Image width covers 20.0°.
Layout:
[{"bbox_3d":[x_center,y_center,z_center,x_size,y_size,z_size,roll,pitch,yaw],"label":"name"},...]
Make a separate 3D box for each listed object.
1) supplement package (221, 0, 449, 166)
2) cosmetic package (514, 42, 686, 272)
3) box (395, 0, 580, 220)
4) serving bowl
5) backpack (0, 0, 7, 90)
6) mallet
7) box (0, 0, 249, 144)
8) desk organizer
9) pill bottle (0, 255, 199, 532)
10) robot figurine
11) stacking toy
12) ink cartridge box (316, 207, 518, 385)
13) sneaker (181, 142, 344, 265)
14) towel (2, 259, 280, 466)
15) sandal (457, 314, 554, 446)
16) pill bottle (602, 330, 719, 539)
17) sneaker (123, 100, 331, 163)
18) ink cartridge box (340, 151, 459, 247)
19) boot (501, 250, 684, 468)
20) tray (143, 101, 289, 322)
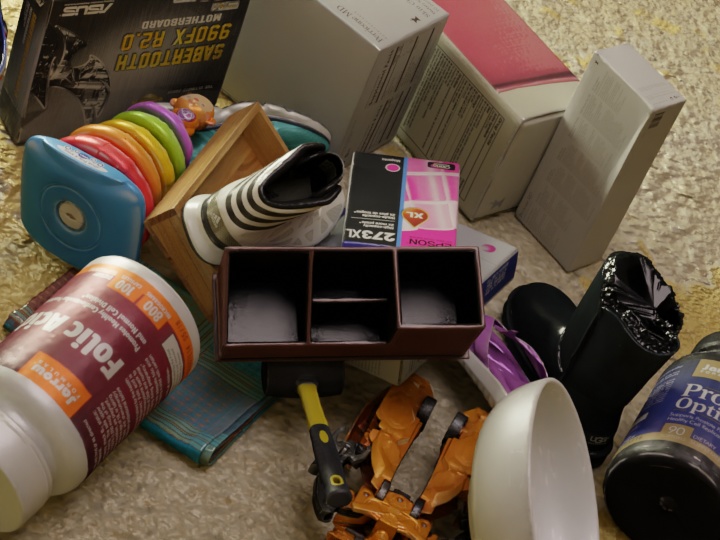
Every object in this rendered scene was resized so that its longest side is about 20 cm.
[{"bbox_3d":[-0.048,-0.217,1.861,0.200,0.156,0.111,39,43,16],"label":"supplement package"},{"bbox_3d":[0.213,-0.100,1.828,0.051,0.200,0.083,-20,57,-38],"label":"cosmetic package"},{"bbox_3d":[0.106,-0.166,1.903,0.109,0.128,0.200,-16,55,-38],"label":"box"},{"bbox_3d":[0.123,0.183,1.519,0.066,0.200,0.200,-8,37,19],"label":"serving bowl"},{"bbox_3d":[-0.378,-0.175,1.661,0.199,0.154,0.191,-1,38,-19],"label":"backpack"},{"bbox_3d":[-0.022,0.115,1.529,0.066,0.041,0.200,-4,29,-17],"label":"mallet"},{"bbox_3d":[-0.203,-0.193,1.759,0.200,0.159,0.048,-10,49,-34],"label":"box"},{"bbox_3d":[-0.010,0.024,1.548,0.199,0.077,0.072,0,72,-10],"label":"desk organizer"},{"bbox_3d":[-0.217,0.089,1.472,0.114,0.114,0.200,34,51,12],"label":"pill bottle"},{"bbox_3d":[0.039,0.162,1.572,0.145,0.058,0.200,28,40,4],"label":"robot figurine"},{"bbox_3d":[-0.179,-0.094,1.668,0.116,0.110,0.200,28,44,16],"label":"stacking toy"},{"bbox_3d":[0.000,0.000,1.702,0.200,0.043,0.196,24,38,22],"label":"ink cartridge box"},{"bbox_3d":[-0.041,-0.055,1.610,0.200,0.115,0.076,-19,86,-59],"label":"sneaker"},{"bbox_3d":[-0.162,0.061,1.611,0.200,0.022,0.147,34,41,11],"label":"towel"},{"bbox_3d":[0.122,0.075,1.679,0.082,0.050,0.203,26,18,-36],"label":"sandal"},{"bbox_3d":[0.282,0.137,1.676,0.112,0.112,0.200,31,41,8],"label":"pill bottle"},{"bbox_3d":[-0.120,-0.097,1.779,0.199,0.078,0.080,-3,66,-22],"label":"sneaker"},{"bbox_3d":[0.032,-0.033,1.691,0.094,0.037,0.200,7,35,0],"label":"ink cartridge box"},{"bbox_3d":[0.195,0.041,1.693,0.076,0.168,0.200,7,43,-21],"label":"boot"},{"bbox_3d":[-0.104,-0.050,1.666,0.099,0.037,0.200,58,30,-17],"label":"tray"}]
